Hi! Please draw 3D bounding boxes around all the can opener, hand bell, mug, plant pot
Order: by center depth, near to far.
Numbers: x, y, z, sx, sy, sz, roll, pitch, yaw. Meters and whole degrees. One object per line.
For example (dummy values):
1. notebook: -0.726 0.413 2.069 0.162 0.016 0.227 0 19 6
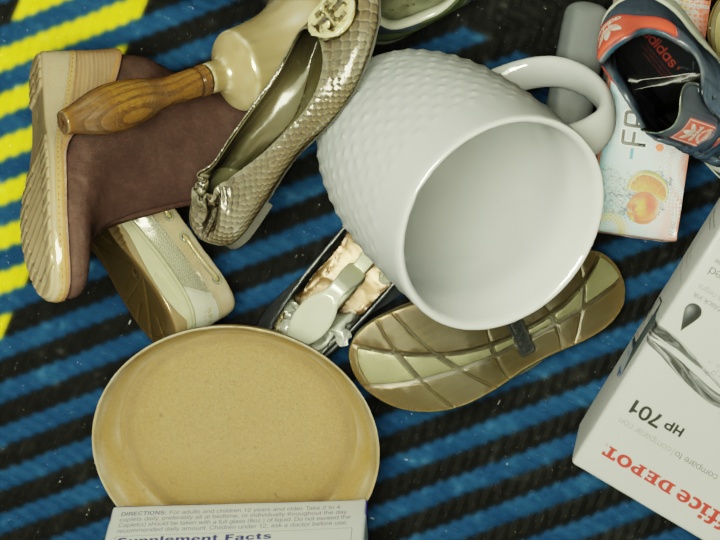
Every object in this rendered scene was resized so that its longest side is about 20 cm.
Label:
1. mug: 0.073 -0.078 1.451 0.200 0.175 0.148 -28 127 -13
2. hand bell: -0.112 -0.123 1.478 0.200 0.104 0.104 -19 94 -31
3. can opener: 0.120 -0.086 1.521 0.067 0.053 0.201 11 80 4
4. plant pot: -0.085 0.118 1.548 0.199 0.028 0.201 2 120 3

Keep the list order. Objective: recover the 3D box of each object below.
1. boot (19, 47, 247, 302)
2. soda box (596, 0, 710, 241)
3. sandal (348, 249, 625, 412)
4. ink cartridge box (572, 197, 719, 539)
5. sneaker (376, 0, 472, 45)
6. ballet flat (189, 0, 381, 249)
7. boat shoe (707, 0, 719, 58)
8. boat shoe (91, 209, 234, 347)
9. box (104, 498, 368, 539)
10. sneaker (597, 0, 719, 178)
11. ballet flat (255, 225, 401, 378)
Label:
1. boot: -0.138 -0.060 1.490 0.166 0.072 0.200 10 57 -21
2. soda box: 0.196 -0.123 1.525 0.063 0.068 0.201 8 94 2
3. sandal: 0.088 0.040 1.556 0.200 0.054 0.081 -22 99 -10
4. ink cartridge box: 0.255 0.075 1.509 0.146 0.086 0.200 30 107 1
5. sneaker: 0.076 -0.218 1.514 0.200 0.090 0.067 -34 91 5
6. ballet flat: -0.053 -0.102 1.444 0.046 0.067 0.200 25 109 -31
7. boat shoe: 0.294 -0.095 1.497 0.072 0.068 0.200 -32 112 -26
8. boat shoe: -0.159 -0.043 1.559 0.065 0.072 0.200 -28 79 -30
9. box: -0.086 0.252 1.495 0.183 0.200 0.105 -2 119 4
10. sneaker: 0.227 -0.093 1.441 0.200 0.085 0.075 40 121 -1
11. ballet flat: 0.000 0.000 1.546 0.073 0.073 0.200 43 95 0
